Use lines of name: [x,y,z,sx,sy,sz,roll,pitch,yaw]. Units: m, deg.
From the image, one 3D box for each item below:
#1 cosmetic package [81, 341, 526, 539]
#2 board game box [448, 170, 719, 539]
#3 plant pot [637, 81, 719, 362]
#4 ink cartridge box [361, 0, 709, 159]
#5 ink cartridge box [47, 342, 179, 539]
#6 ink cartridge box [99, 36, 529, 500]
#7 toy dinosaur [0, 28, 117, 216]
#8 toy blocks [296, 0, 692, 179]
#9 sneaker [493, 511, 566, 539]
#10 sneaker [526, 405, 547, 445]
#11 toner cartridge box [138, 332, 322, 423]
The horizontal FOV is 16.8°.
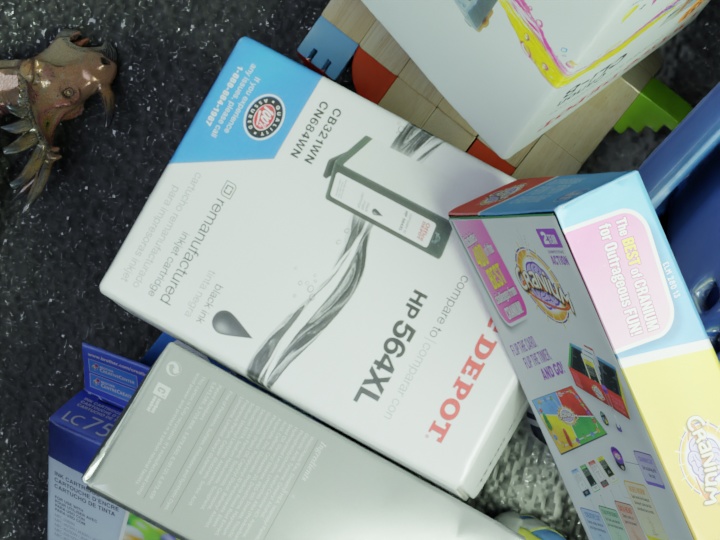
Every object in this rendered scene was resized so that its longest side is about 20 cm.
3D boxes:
cosmetic package: [-0.029,0.118,1.191,0.200,0.107,0.090,32,82,-1]
board game box: [0.114,0.057,1.055,0.040,0.153,0.200,-25,97,-13]
plant pot: [0.247,-0.016,1.099,0.200,0.200,0.180,-47,53,21]
ink cartridge box: [0.097,-0.175,1.081,0.145,0.145,0.200,50,153,7]
ink cartridge box: [-0.111,0.144,1.310,0.119,0.042,0.200,21,125,21]
ink cartridge box: [0.000,0.000,1.179,0.200,0.084,0.146,28,85,10]
toy dinosaur: [-0.228,-0.053,1.350,0.136,0.086,0.200,30,112,8]
toy blocks: [0.050,-0.096,1.238,0.200,0.100,0.137,39,122,2]
sneaker: [0.144,0.184,1.230,0.200,0.105,0.076,-125,26,-47]
sneaker: [0.173,0.114,1.218,0.200,0.078,0.079,15,96,17]
toner cartridge box: [-0.049,0.040,1.311,0.095,0.043,0.200,42,109,9]
